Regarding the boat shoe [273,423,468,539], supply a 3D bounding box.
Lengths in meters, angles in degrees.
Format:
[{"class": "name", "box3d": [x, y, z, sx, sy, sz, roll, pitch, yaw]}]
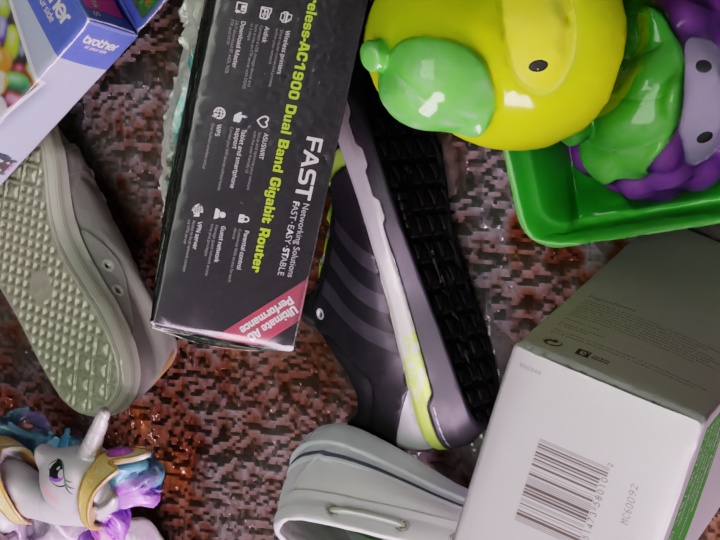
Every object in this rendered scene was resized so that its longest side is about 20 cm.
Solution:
[{"class": "boat shoe", "box3d": [0.051, 0.145, 1.046, 0.200, 0.067, 0.074, 22, 136, 5]}]

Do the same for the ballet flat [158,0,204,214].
[{"class": "ballet flat", "box3d": [-0.054, -0.105, 1.047, 0.072, 0.072, 0.200, 17, 108, 18]}]

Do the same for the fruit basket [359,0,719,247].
[{"class": "fruit basket", "box3d": [0.096, -0.108, 0.904, 0.155, 0.216, 0.216, -9, 101, 23]}]

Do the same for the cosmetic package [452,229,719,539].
[{"class": "cosmetic package", "box3d": [0.118, 0.060, 0.941, 0.085, 0.200, 0.108, 22, 114, 17]}]

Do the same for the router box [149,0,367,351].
[{"class": "router box", "box3d": [-0.040, -0.083, 0.940, 0.062, 0.150, 0.200, 11, 108, -7]}]

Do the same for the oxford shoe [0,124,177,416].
[{"class": "oxford shoe", "box3d": [-0.151, -0.020, 1.115, 0.075, 0.058, 0.200, -36, 74, 35]}]

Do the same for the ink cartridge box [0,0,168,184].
[{"class": "ink cartridge box", "box3d": [-0.181, -0.116, 1.082, 0.200, 0.042, 0.119, -42, 59, 24]}]

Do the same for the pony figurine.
[{"class": "pony figurine", "box3d": [-0.178, 0.146, 1.103, 0.200, 0.167, 0.193, 5, 114, 27]}]

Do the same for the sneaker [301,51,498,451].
[{"class": "sneaker", "box3d": [0.000, 0.000, 1.045, 0.083, 0.072, 0.200, -11, 100, 26]}]
